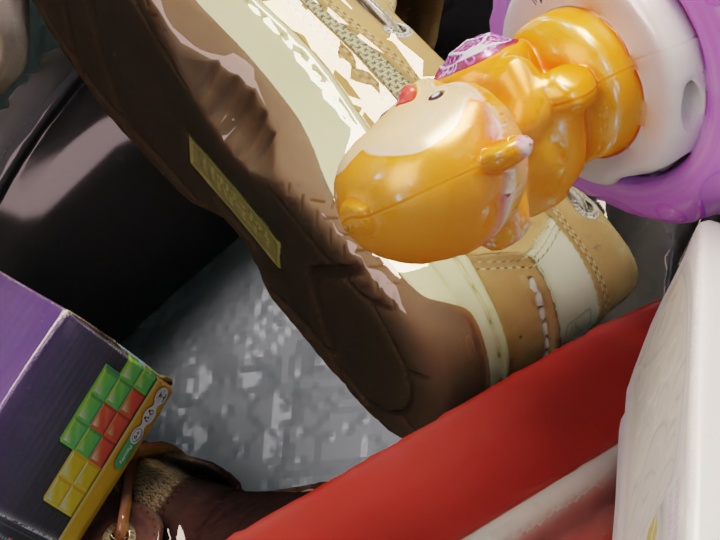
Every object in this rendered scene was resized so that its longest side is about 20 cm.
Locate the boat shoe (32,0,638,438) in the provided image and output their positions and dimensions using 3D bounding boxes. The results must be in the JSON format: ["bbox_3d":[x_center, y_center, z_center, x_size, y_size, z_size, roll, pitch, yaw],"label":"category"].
[{"bbox_3d":[-0.013,-0.051,0.691,0.076,0.072,0.200,-29,68,-21],"label":"boat shoe"}]

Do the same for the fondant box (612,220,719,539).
[{"bbox_3d":[0.143,0.080,0.520,0.199,0.058,0.145,14,41,-3],"label":"fondant box"}]

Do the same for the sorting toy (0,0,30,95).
[{"bbox_3d":[-0.169,-0.132,0.813,0.199,0.107,0.181,-2,77,11],"label":"sorting toy"}]

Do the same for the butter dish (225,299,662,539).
[{"bbox_3d":[0.067,0.128,0.597,0.199,0.200,0.148,41,136,24],"label":"butter dish"}]

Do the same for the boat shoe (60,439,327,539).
[{"bbox_3d":[-0.065,0.072,0.726,0.199,0.072,0.072,-18,99,27],"label":"boat shoe"}]

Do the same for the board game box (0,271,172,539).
[{"bbox_3d":[-0.165,0.068,0.713,0.165,0.057,0.200,28,82,34],"label":"board game box"}]

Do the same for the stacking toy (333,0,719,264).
[{"bbox_3d":[0.067,-0.047,0.576,0.116,0.200,0.110,-8,104,51],"label":"stacking toy"}]

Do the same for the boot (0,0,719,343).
[{"bbox_3d":[0.000,-0.001,0.739,0.200,0.066,0.165,30,91,31],"label":"boot"}]
